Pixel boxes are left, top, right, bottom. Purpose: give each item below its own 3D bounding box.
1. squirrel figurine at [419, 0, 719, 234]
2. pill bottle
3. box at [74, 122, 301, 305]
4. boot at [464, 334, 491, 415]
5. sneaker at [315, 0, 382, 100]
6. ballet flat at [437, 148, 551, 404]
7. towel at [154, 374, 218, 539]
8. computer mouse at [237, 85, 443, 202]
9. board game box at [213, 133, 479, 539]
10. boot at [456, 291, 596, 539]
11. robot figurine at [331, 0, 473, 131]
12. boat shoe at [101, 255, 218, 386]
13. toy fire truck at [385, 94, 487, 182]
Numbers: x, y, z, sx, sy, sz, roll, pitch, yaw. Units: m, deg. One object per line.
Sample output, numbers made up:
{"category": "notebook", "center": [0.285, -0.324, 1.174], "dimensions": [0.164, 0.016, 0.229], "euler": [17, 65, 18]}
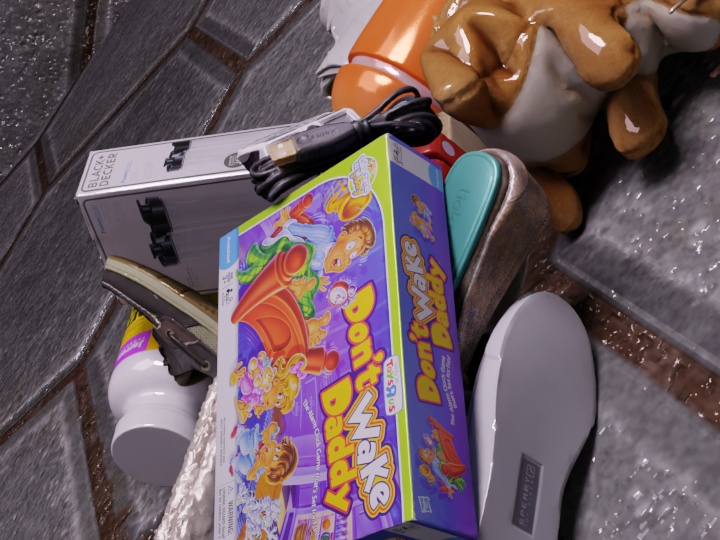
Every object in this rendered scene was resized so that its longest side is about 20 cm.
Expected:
{"category": "squirrel figurine", "center": [0.139, -0.156, 0.680], "dimensions": [0.186, 0.141, 0.201], "euler": [-38, 31, 17]}
{"category": "pill bottle", "center": [-0.147, 0.074, 0.924], "dimensions": [0.104, 0.104, 0.201], "euler": [-37, 30, 32]}
{"category": "box", "center": [-0.108, -0.045, 0.878], "dimensions": [0.197, 0.117, 0.061], "euler": [-8, 41, 7]}
{"category": "boot", "center": [0.020, 0.110, 0.635], "dimensions": [0.075, 0.074, 0.201], "euler": [-4, 51, 46]}
{"category": "sneaker", "center": [-0.015, -0.222, 1.101], "dimensions": [0.116, 0.074, 0.200], "euler": [-53, 26, -6]}
{"category": "ballet flat", "center": [0.044, 0.035, 0.597], "dimensions": [0.068, 0.067, 0.201], "euler": [36, 98, 46]}
{"category": "towel", "center": [-0.058, 0.165, 0.620], "dimensions": [0.034, 0.132, 0.202], "euler": [-21, 40, 42]}
{"category": "computer mouse", "center": [-0.027, -0.071, 0.696], "dimensions": [0.109, 0.044, 0.200], "euler": [-26, 10, -11]}
{"category": "board game box", "center": [-0.014, 0.050, 0.565], "dimensions": [0.134, 0.045, 0.202], "euler": [-29, 51, 36]}
{"category": "boot", "center": [0.056, 0.105, 0.567], "dimensions": [0.095, 0.073, 0.201], "euler": [-30, 30, 47]}
{"category": "robot figurine", "center": [0.053, -0.157, 0.852], "dimensions": [0.143, 0.117, 0.201], "euler": [28, 80, 31]}
{"category": "boat shoe", "center": [-0.117, 0.056, 0.825], "dimensions": [0.067, 0.199, 0.072], "euler": [-61, -15, -1]}
{"category": "toy fire truck", "center": [0.000, 0.000, 0.728], "dimensions": [0.176, 0.128, 0.201], "euler": [-36, 31, 32]}
